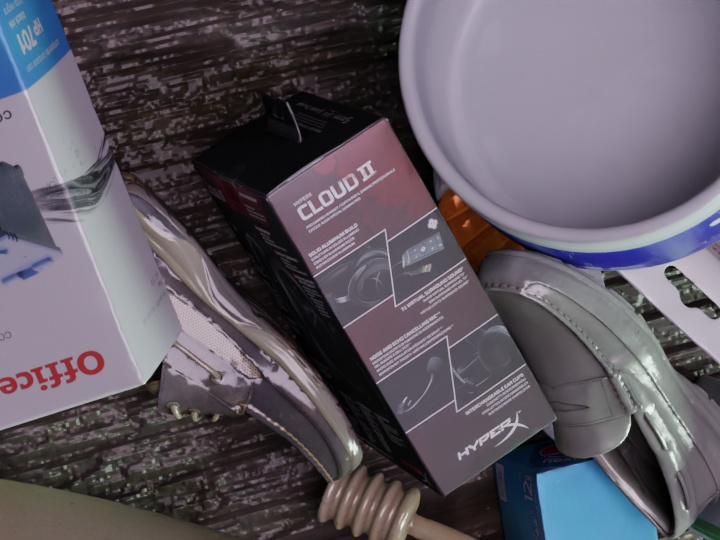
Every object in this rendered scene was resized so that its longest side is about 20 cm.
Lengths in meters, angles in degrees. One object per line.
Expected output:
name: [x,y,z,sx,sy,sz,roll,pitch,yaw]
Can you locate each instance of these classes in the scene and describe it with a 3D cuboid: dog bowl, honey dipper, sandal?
dog bowl: [0.124,-0.103,1.448,0.199,0.079,0.201,-3,78,16]
honey dipper: [0.074,0.154,1.526,0.199,0.038,0.038,23,89,9]
sandal: [0.091,-0.005,1.550,0.079,0.059,0.208,-16,105,3]

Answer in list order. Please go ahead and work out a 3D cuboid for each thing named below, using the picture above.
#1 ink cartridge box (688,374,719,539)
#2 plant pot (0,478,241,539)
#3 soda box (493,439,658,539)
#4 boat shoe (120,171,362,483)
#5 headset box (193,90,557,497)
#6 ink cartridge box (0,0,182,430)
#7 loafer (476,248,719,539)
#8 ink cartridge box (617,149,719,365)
ink cartridge box: [0.276,0.145,1.588,0.199,0.146,0.084,28,87,-20]
plant pot: [-0.186,0.178,1.424,0.199,0.187,0.188,24,89,-9]
soda box: [0.128,0.194,1.586,0.067,0.064,0.201,-13,101,-18]
boat shoe: [-0.081,0.040,1.494,0.073,0.075,0.200,-42,100,1]
headset box: [0.000,0.000,1.469,0.077,0.149,0.201,-32,106,-11]
ink cartridge box: [-0.194,-0.026,1.404,0.146,0.086,0.201,-18,103,14]
loafer: [0.124,0.063,1.486,0.200,0.070,0.070,43,64,-30]
ink cartridge box: [0.232,-0.052,1.516,0.116,0.068,0.200,41,77,-4]
